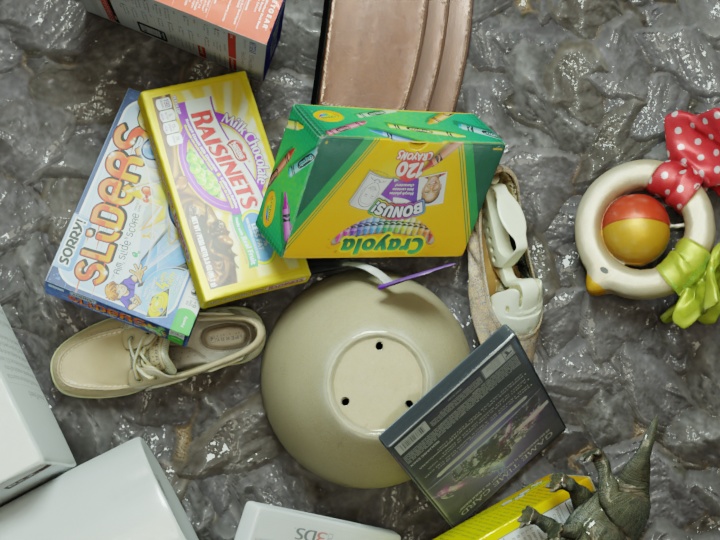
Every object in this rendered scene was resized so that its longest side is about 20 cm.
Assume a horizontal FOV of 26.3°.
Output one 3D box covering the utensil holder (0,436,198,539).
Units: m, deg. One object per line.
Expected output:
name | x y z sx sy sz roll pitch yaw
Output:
utensil holder | -0.241 0.260 1.323 0.199 0.170 0.171 -27 90 -6

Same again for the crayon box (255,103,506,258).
crayon box | 0.018 -0.075 1.336 0.198 0.058 0.120 -2 125 -35

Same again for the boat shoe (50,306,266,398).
boat shoe | -0.183 0.071 1.382 0.198 0.065 0.073 -10 89 -4

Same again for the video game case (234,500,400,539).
video game case | -0.058 0.314 1.351 0.181 0.024 0.202 20 87 -43

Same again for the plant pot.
plant pot | 0.011 0.099 1.361 0.198 0.134 0.203 0 89 -4

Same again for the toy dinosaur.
toy dinosaur | 0.201 0.214 1.301 0.102 0.077 0.201 42 65 -24

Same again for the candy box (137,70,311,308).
candy box | -0.120 -0.074 1.357 0.101 0.026 0.202 -14 76 -21

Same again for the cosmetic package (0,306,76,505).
cosmetic package | -0.367 0.115 1.310 0.164 0.165 0.201 -27 84 -4

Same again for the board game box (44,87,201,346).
board game box | -0.182 -0.049 1.370 0.134 0.034 0.202 20 68 -3

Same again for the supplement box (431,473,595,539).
supplement box | 0.127 0.274 1.362 0.199 0.109 0.110 -26 91 -13

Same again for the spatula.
spatula | 0.000 0.000 1.354 0.056 0.199 0.021 -17 106 -45

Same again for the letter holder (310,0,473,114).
letter holder | 0.038 -0.231 1.391 0.140 0.101 0.202 8 88 -6

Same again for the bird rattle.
bird rattle | 0.276 -0.046 1.405 0.161 0.113 0.202 -4 85 12

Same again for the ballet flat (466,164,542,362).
ballet flat | 0.132 -0.002 1.399 0.068 0.067 0.202 -14 90 -29

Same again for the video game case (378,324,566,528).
video game case | 0.103 0.142 1.347 0.143 0.200 0.019 -41 56 -4

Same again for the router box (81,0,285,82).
router box | -0.156 -0.231 1.327 0.178 0.200 0.049 21 87 -4
